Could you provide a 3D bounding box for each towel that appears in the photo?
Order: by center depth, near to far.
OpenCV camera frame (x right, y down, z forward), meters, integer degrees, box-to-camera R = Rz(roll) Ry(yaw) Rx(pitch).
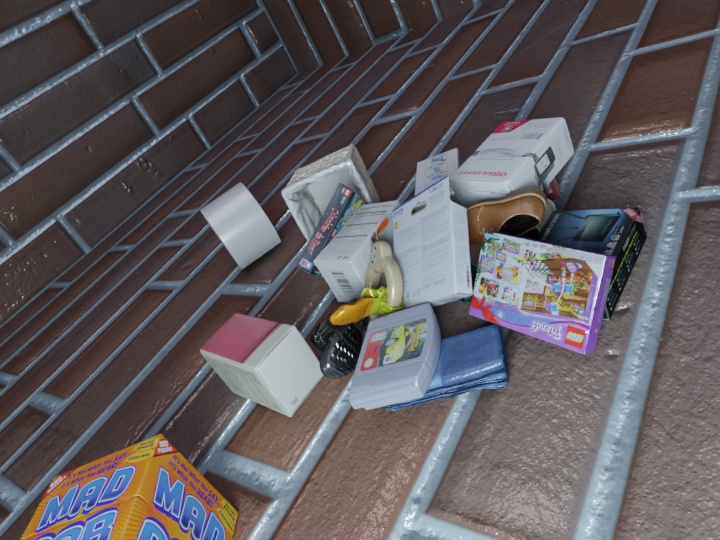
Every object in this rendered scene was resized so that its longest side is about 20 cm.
[{"bbox_3d":[0.130,0.151,0.855,0.198,0.049,0.112,-20,27,21],"label":"towel"}]

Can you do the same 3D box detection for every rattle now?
[{"bbox_3d":[0.000,0.000,1.031,0.141,0.203,0.130,-5,-13,-8],"label":"rattle"}]

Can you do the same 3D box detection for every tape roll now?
[{"bbox_3d":[-0.337,-0.125,1.553,0.138,0.204,0.202,-35,29,-10],"label":"tape roll"}]

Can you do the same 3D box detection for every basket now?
[{"bbox_3d":[-0.060,-0.178,1.389,0.196,0.202,0.161,-21,25,16],"label":"basket"}]

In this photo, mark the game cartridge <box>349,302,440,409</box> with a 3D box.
[{"bbox_3d":[0.061,0.128,0.875,0.131,0.041,0.201,-15,28,21],"label":"game cartridge"}]

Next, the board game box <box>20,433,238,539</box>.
[{"bbox_3d":[-0.317,0.391,0.747,0.198,0.201,0.201,-24,29,13],"label":"board game box"}]

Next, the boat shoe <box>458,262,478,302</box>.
[{"bbox_3d":[0.159,-0.001,1.014,0.068,0.085,0.200,-15,21,-22],"label":"boat shoe"}]

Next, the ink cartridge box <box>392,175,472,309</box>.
[{"bbox_3d":[0.121,-0.037,0.978,0.196,0.043,0.203,155,119,-61],"label":"ink cartridge box"}]

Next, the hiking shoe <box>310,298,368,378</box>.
[{"bbox_3d":[-0.049,0.138,1.032,0.100,0.076,0.201,-26,20,26],"label":"hiking shoe"}]

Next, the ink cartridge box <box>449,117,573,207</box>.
[{"bbox_3d":[0.287,-0.198,1.052,0.200,0.084,0.144,-46,34,-22],"label":"ink cartridge box"}]

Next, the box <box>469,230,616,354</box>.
[{"bbox_3d":[0.262,0.026,0.821,0.039,0.139,0.199,0,13,-43],"label":"box"}]

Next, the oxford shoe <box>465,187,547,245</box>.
[{"bbox_3d":[0.225,-0.077,0.959,0.199,0.071,0.072,-23,35,40],"label":"oxford shoe"}]

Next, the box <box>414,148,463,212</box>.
[{"bbox_3d":[0.186,-0.163,1.214,0.100,0.113,0.201,-17,32,20],"label":"box"}]

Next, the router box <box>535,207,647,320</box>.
[{"bbox_3d":[0.352,-0.017,0.890,0.149,0.063,0.200,2,43,46],"label":"router box"}]

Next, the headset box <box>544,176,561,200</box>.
[{"bbox_3d":[0.327,-0.192,1.166,0.198,0.075,0.150,-18,32,21],"label":"headset box"}]

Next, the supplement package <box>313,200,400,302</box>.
[{"bbox_3d":[0.016,-0.041,1.182,0.116,0.118,0.200,0,41,45],"label":"supplement package"}]

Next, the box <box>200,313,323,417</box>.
[{"bbox_3d":[-0.185,0.171,1.036,0.198,0.129,0.109,5,44,45],"label":"box"}]

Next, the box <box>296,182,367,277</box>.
[{"bbox_3d":[-0.060,-0.083,1.231,0.037,0.136,0.202,28,91,16],"label":"box"}]

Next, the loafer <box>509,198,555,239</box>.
[{"bbox_3d":[0.303,-0.062,0.983,0.069,0.070,0.201,30,61,8],"label":"loafer"}]
